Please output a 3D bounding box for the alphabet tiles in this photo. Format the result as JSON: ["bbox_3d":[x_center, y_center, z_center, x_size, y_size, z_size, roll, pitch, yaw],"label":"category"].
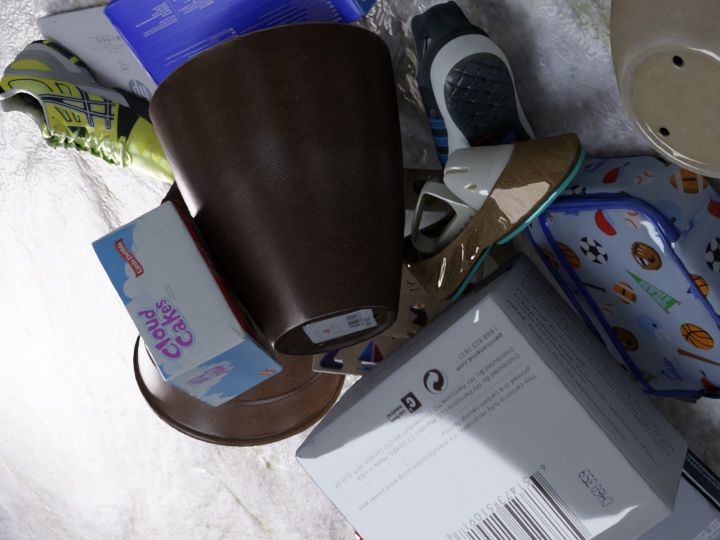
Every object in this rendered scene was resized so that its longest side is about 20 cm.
[{"bbox_3d":[0.000,0.000,1.268,0.199,0.168,0.008,5,180,19],"label":"alphabet tiles"}]

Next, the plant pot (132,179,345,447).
[{"bbox_3d":[-0.105,0.018,1.422,0.200,0.200,0.199,29,141,20],"label":"plant pot"}]

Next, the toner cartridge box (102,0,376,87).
[{"bbox_3d":[-0.089,-0.201,1.190,0.200,0.043,0.095,-19,118,36],"label":"toner cartridge box"}]

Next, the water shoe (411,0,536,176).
[{"bbox_3d":[0.082,-0.115,1.160,0.200,0.071,0.079,77,170,-56],"label":"water shoe"}]

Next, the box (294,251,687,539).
[{"bbox_3d":[0.098,0.131,1.166,0.199,0.131,0.200,-40,90,21],"label":"box"}]

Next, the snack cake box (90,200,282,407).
[{"bbox_3d":[-0.124,0.030,1.196,0.115,0.067,0.200,61,180,11],"label":"snack cake box"}]

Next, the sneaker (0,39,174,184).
[{"bbox_3d":[-0.246,-0.129,1.465,0.200,0.076,0.075,31,148,13],"label":"sneaker"}]

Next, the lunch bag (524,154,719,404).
[{"bbox_3d":[0.212,0.011,1.153,0.160,0.076,0.200,-2,128,53],"label":"lunch bag"}]

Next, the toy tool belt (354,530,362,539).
[{"bbox_3d":[0.085,0.323,1.660,0.200,0.125,0.123,1,123,49],"label":"toy tool belt"}]

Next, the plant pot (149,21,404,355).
[{"bbox_3d":[-0.042,-0.047,1.170,0.187,0.186,0.201,127,131,-60],"label":"plant pot"}]

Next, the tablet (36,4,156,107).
[{"bbox_3d":[-0.205,-0.181,1.439,0.200,0.014,0.130,2,133,48],"label":"tablet"}]

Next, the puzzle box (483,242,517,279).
[{"bbox_3d":[0.130,0.061,1.359,0.200,0.025,0.133,52,148,-18],"label":"puzzle box"}]

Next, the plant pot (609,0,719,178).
[{"bbox_3d":[0.219,-0.129,0.900,0.200,0.135,0.201,28,147,20],"label":"plant pot"}]

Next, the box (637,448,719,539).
[{"bbox_3d":[0.192,0.209,1.315,0.158,0.051,0.200,45,114,8],"label":"box"}]

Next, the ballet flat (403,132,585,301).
[{"bbox_3d":[0.080,-0.046,1.134,0.072,0.068,0.200,32,145,-7],"label":"ballet flat"}]
